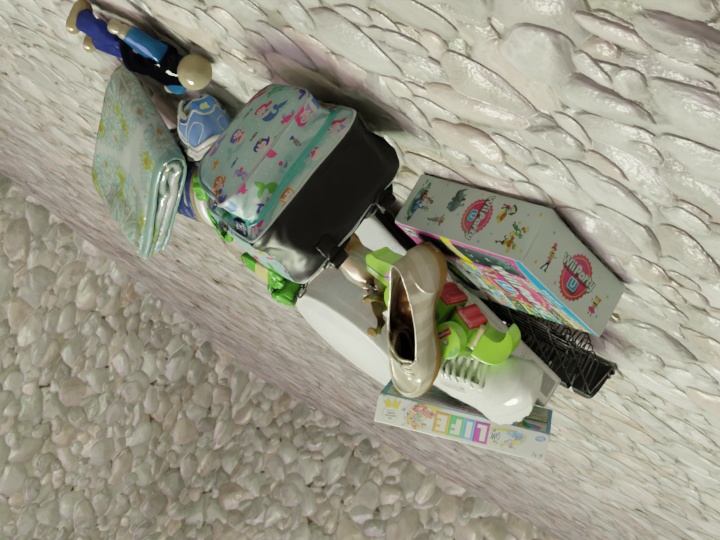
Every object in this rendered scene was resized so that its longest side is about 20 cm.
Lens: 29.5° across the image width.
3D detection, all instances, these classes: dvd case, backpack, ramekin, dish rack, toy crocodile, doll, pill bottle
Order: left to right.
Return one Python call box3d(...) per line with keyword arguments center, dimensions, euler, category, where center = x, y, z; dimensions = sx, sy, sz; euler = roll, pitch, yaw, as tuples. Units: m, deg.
box3d(center=(-0.247, -0.247, 1.542), dimensions=(0.199, 0.049, 0.137), euler=(27, 168, 29), category="doll")
box3d(center=(-0.222, -0.128, 1.816), dimensions=(0.199, 0.112, 0.111), euler=(21, 164, 47), category="pill bottle")
box3d(center=(-0.073, -0.095, 1.381), dimensions=(0.150, 0.178, 0.200), euler=(40, 177, -21), category="backpack")
box3d(center=(-0.008, -0.054, 1.684), dimensions=(0.143, 0.018, 0.199), euler=(48, 161, -18), category="dvd case")
box3d(center=(0.013, 0.064, 1.858), dimensions=(0.202, 0.095, 0.203), euler=(37, 166, 10), category="ramekin")
box3d(center=(0.087, 0.035, 1.489), dimensions=(0.200, 0.062, 0.067), euler=(41, -147, 25), category="toy crocodile")
box3d(center=(0.216, 0.078, 1.635), dimensions=(0.152, 0.055, 0.200), euler=(26, 165, 28), category="dish rack")

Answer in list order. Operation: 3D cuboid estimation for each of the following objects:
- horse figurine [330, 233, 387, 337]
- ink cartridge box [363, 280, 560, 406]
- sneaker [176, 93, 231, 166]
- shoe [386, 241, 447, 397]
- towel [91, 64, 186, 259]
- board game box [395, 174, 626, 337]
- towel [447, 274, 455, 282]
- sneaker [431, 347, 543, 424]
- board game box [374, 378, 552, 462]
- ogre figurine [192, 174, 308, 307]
box3d(center=(0.000, 0.000, 1.561), dimensions=(0.200, 0.050, 0.133), euler=(43, -153, 2), category="horse figurine")
box3d(center=(0.122, 0.080, 1.653), dimensions=(0.200, 0.045, 0.175), euler=(43, 163, -30), category="ink cartridge box")
box3d(center=(-0.186, -0.176, 1.663), dimensions=(0.200, 0.075, 0.078), euler=(-157, 48, -73), category="sneaker")
box3d(center=(0.049, 0.059, 1.436), dimensions=(0.070, 0.053, 0.202), euler=(34, 137, 33), category="shoe")
box3d(center=(-0.291, -0.135, 1.767), dimensions=(0.172, 0.048, 0.201), euler=(54, 143, 26), category="towel")
box3d(center=(0.149, -0.017, 1.387), dimensions=(0.147, 0.065, 0.199), euler=(40, 167, -37), category="board game box")
box3d(center=(0.035, -0.023, 1.762), dimensions=(0.199, 0.030, 0.147), euler=(27, 166, 30), category="towel")
box3d(center=(0.123, 0.116, 1.513), dimensions=(0.080, 0.077, 0.199), euler=(30, 167, -28), category="sneaker")
box3d(center=(0.123, 0.169, 1.596), dimensions=(0.197, 0.035, 0.134), euler=(13, -172, 8), category="board game box")
box3d(center=(-0.110, -0.066, 1.645), dimensions=(0.200, 0.120, 0.098), euler=(45, 156, -11), category="ogre figurine")
